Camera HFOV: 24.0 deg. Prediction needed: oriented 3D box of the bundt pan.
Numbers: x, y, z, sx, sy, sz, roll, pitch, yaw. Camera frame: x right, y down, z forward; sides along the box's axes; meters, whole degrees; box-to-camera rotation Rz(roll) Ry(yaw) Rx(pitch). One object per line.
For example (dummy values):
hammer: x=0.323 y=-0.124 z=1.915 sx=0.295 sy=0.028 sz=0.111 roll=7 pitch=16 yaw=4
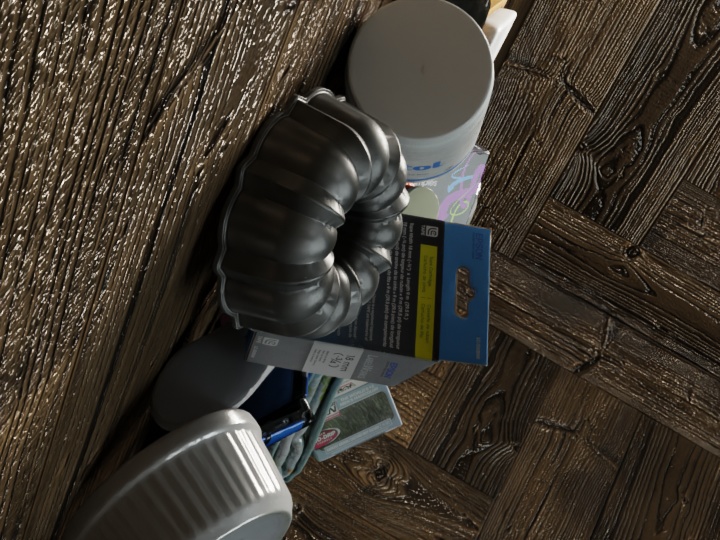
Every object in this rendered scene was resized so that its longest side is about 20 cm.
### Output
bundt pan: x=-0.027 y=-0.035 z=1.315 sx=0.202 sy=0.075 sz=0.203 roll=-45 pitch=146 yaw=-41

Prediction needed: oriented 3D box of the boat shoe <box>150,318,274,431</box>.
boat shoe: x=-0.108 y=0.077 z=1.477 sx=0.200 sy=0.071 sz=0.070 roll=-48 pitch=169 yaw=-31

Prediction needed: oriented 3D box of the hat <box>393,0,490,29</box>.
hat: x=0.091 y=-0.266 z=1.652 sx=0.201 sy=0.081 sz=0.201 roll=-59 pitch=176 yaw=-7

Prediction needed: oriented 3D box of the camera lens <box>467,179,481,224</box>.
camera lens: x=0.028 y=-0.046 z=1.859 sx=0.201 sy=0.159 sz=0.160 roll=-64 pitch=175 yaw=37

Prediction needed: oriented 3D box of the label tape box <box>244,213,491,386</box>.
label tape box: x=0.007 y=0.021 z=1.459 sx=0.063 sy=0.199 sz=0.145 roll=112 pitch=-15 yaw=-56

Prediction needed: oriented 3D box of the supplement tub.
supplement tub: x=0.050 y=-0.158 z=1.530 sx=0.132 sy=0.131 sz=0.200 roll=-60 pitch=175 yaw=-6

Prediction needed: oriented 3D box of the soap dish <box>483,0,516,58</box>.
soap dish: x=0.114 y=-0.259 z=2.033 sx=0.158 sy=0.081 sz=0.200 roll=-62 pitch=176 yaw=18

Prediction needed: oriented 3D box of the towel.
towel: x=-0.073 y=0.090 z=1.713 sx=0.172 sy=0.048 sz=0.201 roll=-109 pitch=-146 yaw=-41

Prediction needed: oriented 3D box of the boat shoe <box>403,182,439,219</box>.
boat shoe: x=0.000 y=0.000 z=1.606 sx=0.062 sy=0.071 sz=0.201 roll=13 pitch=-115 yaw=51

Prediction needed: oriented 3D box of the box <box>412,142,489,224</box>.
box: x=0.041 y=-0.038 z=1.714 sx=0.142 sy=0.036 sz=0.201 roll=1 pitch=117 yaw=-38

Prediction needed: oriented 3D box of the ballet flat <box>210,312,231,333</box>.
ballet flat: x=-0.070 y=0.010 z=1.574 sx=0.069 sy=0.071 sz=0.201 roll=28 pitch=95 yaw=-42

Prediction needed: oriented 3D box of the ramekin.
ramekin: x=-0.147 y=0.217 z=1.427 sx=0.202 sy=0.094 sz=0.203 roll=-35 pitch=160 yaw=-14

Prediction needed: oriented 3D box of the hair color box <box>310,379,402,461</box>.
hair color box: x=-0.033 y=0.147 z=1.847 sx=0.099 sy=0.061 sz=0.200 roll=-23 pitch=-172 yaw=-11

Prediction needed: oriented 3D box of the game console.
game console: x=-0.135 y=0.127 z=1.637 sx=0.170 sy=0.119 sz=0.200 roll=-20 pitch=172 yaw=-35
